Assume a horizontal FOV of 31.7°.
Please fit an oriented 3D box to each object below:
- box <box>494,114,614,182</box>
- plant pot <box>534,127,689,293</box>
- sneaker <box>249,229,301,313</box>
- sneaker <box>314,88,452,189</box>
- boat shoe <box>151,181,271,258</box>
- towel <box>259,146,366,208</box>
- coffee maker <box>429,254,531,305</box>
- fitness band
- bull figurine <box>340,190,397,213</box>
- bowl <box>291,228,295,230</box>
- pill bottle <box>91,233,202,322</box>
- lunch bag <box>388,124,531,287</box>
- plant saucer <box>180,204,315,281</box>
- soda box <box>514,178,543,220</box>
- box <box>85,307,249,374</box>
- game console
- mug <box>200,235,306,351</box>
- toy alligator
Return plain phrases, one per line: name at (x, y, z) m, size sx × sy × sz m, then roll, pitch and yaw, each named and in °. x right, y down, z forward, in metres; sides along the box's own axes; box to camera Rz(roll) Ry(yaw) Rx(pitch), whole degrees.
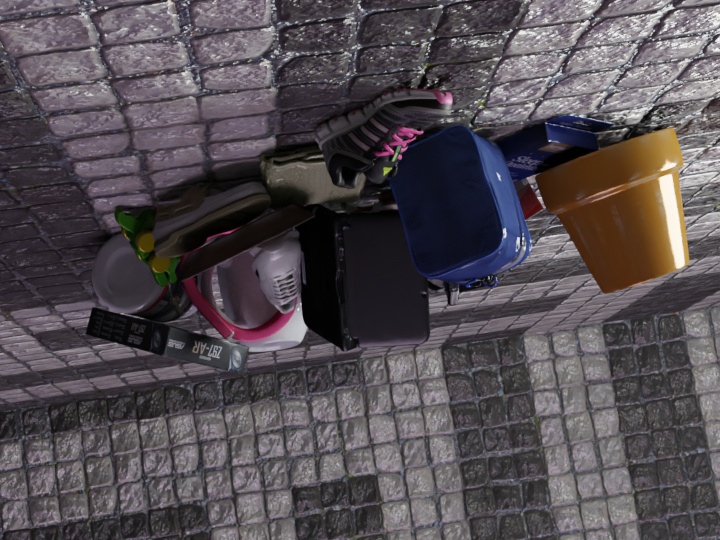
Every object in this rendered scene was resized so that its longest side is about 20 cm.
box at (0.234, -0.161, 1.716) m, size 0.199 × 0.033 × 0.120 m, roll -20°, pitch 164°, yaw 42°
plant pot at (0.361, -0.075, 1.738) m, size 0.198 × 0.185 × 0.200 m, roll -19°, pitch 179°, yaw 0°
sneaker at (-0.109, 0.002, 1.777) m, size 0.076 × 0.081 × 0.200 m, roll -18°, pitch 168°, yaw -6°
sneaker at (0.030, -0.148, 1.464) m, size 0.199 × 0.089 × 0.073 m, roll -18°, pitch 165°, yaw 39°
boat shoe at (-0.203, -0.081, 1.664) m, size 0.199 × 0.069 × 0.074 m, roll -23°, pitch 163°, yaw 32°
towel at (-0.059, -0.121, 1.663) m, size 0.146 × 0.037 × 0.200 m, roll -7°, pitch 169°, yaw -6°
coffee maker at (0.182, -0.049, 2.054) m, size 0.191 × 0.135 × 0.200 m, roll -32°, pitch 172°, yaw -5°
fitness band at (-0.182, 0.017, 1.884) m, size 0.143 × 0.200 × 0.037 m, roll -40°, pitch -158°, yaw -2°
bull figurine at (0.044, -0.086, 1.854) m, size 0.120 × 0.066 × 0.200 m, roll 0°, pitch 164°, yaw -22°
bowl at (-0.033, 0.000, 1.915) m, size 0.199 × 0.091 × 0.201 m, roll 18°, pitch -172°, yaw -2°
pill bottle at (-0.313, 0.016, 1.933) m, size 0.118 × 0.121 × 0.200 m, roll -11°, pitch 169°, yaw 13°
lunch bag at (0.136, -0.074, 1.634) m, size 0.135 × 0.202 × 0.132 m, roll -20°, pitch 168°, yaw 25°
plant saucer at (-0.155, -0.041, 1.684) m, size 0.199 × 0.032 × 0.200 m, roll -27°, pitch -177°, yaw 2°
soda box at (0.163, -0.065, 1.834) m, size 0.199 × 0.071 × 0.063 m, roll -31°, pitch -177°, yaw -19°
box at (-0.289, 0.104, 1.898) m, size 0.199 × 0.044 × 0.159 m, roll 10°, pitch 174°, yaw 43°
game console at (0.000, 0.000, 1.789) m, size 0.115 × 0.202 × 0.175 m, roll -16°, pitch -155°, yaw -29°
mug at (-0.167, 0.033, 1.986) m, size 0.199 × 0.178 × 0.147 m, roll 2°, pitch 164°, yaw -45°
toy alligator at (-0.279, -0.022, 1.783) m, size 0.054 × 0.201 × 0.059 m, roll -39°, pitch -141°, yaw -15°
